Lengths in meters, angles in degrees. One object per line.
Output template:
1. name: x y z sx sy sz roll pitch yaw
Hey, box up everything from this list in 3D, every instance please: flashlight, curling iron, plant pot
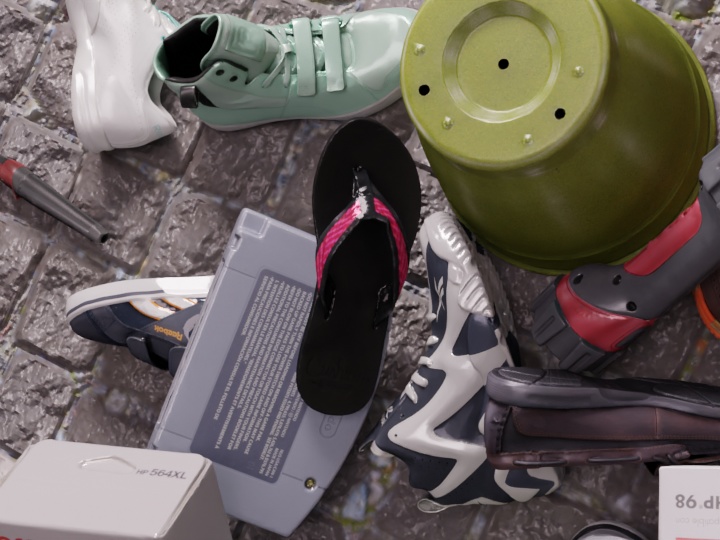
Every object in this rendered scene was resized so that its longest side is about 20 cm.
1. flashlight: 0.189 -0.013 0.949 0.067 0.068 0.200 29 129 -15
2. curling iron: -0.279 -0.066 1.198 0.199 0.026 0.050 28 55 19
3. plant pot: 0.116 -0.109 0.968 0.199 0.193 0.202 -3 81 20

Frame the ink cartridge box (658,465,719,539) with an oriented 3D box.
1. ink cartridge box: 0.239 0.149 0.877 0.115 0.200 0.067 -1 81 20

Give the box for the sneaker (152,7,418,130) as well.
1. sneaker: -0.049 -0.151 1.077 0.199 0.118 0.074 -13 76 17

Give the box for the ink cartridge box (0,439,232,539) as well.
1. ink cartridge box: -0.159 0.224 1.025 0.145 0.084 0.201 1 122 22

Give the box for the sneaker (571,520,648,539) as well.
1. sneaker: 0.196 0.234 0.926 0.200 0.115 0.075 42 98 21

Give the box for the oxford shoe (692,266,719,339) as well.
1. oxford shoe: 0.261 0.024 0.921 0.071 0.073 0.201 -7 42 -14

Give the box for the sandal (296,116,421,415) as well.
1. sandal: 0.000 0.000 1.001 0.074 0.045 0.202 7 95 -9

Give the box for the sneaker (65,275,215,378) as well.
1. sneaker: -0.125 0.048 1.097 0.198 0.078 0.080 -5 74 18

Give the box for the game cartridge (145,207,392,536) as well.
1. game cartridge: -0.057 0.074 1.040 0.132 0.042 0.201 22 92 -16

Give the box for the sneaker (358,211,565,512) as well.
1. sneaker: 0.046 0.071 1.018 0.129 0.079 0.200 -21 95 14

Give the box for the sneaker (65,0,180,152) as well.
1. sneaker: -0.179 -0.194 1.168 0.088 0.075 0.202 -7 85 7

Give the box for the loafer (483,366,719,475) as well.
1. loafer: 0.173 0.102 0.959 0.198 0.072 0.064 7 99 -9
